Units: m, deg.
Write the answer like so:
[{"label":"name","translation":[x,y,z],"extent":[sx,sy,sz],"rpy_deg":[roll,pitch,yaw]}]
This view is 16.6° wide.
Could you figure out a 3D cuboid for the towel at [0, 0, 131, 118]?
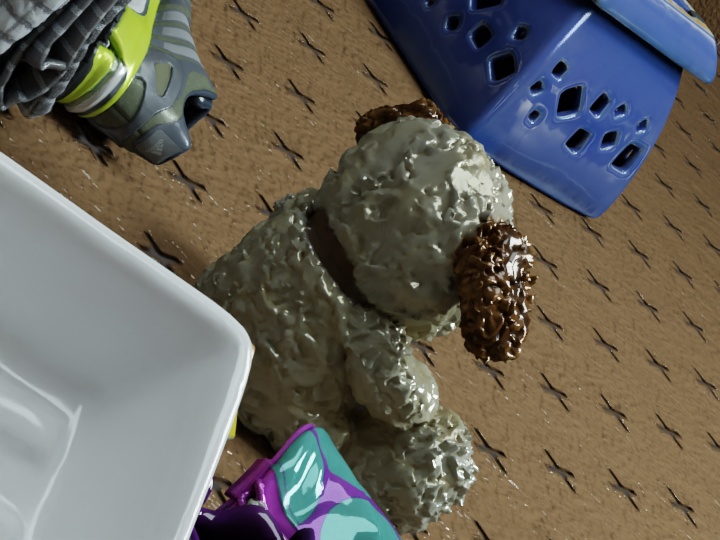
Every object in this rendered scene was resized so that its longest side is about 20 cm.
[{"label":"towel","translation":[-0.171,-0.193,1.251],"extent":[0.085,0.165,0.200],"rpy_deg":[31,22,-55]}]

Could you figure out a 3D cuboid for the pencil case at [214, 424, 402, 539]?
[{"label":"pencil case","translation":[0.010,0.163,0.988],"extent":[0.200,0.085,0.092],"rpy_deg":[51,2,19]}]

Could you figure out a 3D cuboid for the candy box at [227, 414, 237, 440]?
[{"label":"candy box","translation":[-0.137,0.044,0.920],"extent":[0.102,0.027,0.200],"rpy_deg":[4,-3,27]}]

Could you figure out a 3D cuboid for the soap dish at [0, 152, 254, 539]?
[{"label":"soap dish","translation":[-0.130,0.068,0.751],"extent":[0.157,0.081,0.201],"rpy_deg":[36,56,-25]}]

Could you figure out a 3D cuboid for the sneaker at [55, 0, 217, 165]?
[{"label":"sneaker","translation":[-0.118,-0.115,1.372],"extent":[0.081,0.074,0.200],"rpy_deg":[47,23,-15]}]

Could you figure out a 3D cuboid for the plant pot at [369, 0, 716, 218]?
[{"label":"plant pot","translation":[0.156,-0.191,1.984],"extent":[0.200,0.180,0.200],"rpy_deg":[28,24,-47]}]

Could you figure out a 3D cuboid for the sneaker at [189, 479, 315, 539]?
[{"label":"sneaker","translation":[-0.108,0.082,0.891],"extent":[0.200,0.088,0.075],"rpy_deg":[31,22,-40]}]

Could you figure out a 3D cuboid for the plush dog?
[{"label":"plush dog","translation":[0.000,0.000,1.187],"extent":[0.160,0.172,0.201],"rpy_deg":[27,26,-45]}]
